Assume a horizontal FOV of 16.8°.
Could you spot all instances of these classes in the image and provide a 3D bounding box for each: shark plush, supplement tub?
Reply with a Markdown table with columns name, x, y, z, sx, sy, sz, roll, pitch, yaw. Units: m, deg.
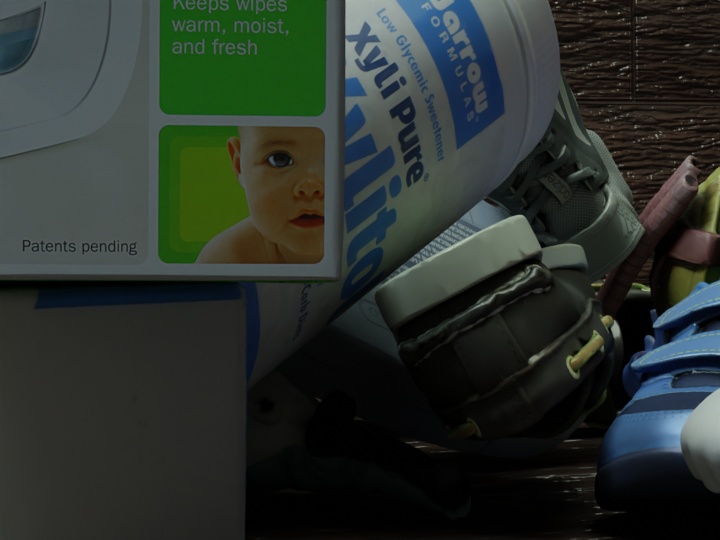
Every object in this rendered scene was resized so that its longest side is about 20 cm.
| name | x | y | z | sx | sy | sz | roll | pitch | yaw |
| --- | --- | --- | --- | --- | --- | --- | --- | --- | --- |
| shark plush | -0.038 | 0.050 | 0.852 | 0.199 | 0.091 | 0.083 | -6 | -32 | 38 |
| supplement tub | -0.040 | -0.042 | 0.798 | 0.131 | 0.133 | 0.200 | 0 | 30 | 44 |

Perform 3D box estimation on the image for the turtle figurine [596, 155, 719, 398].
| name | x | y | z | sx | sy | sz | roll | pitch | yaw |
| --- | --- | --- | --- | --- | --- | --- | --- | --- | --- |
| turtle figurine | 0.202 | -0.022 | 1.021 | 0.143 | 0.196 | 0.199 | 1 | 3 | -41 |

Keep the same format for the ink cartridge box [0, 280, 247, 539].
| name | x | y | z | sx | sy | sz | roll | pitch | yaw |
| --- | --- | --- | --- | --- | --- | --- | --- | --- | --- |
| ink cartridge box | -0.150 | 0.042 | 0.680 | 0.199 | 0.085 | 0.145 | 1 | 3 | 44 |

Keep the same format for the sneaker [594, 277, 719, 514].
| name | x | y | z | sx | sy | sz | roll | pitch | yaw |
| --- | --- | --- | --- | --- | --- | --- | --- | --- | --- |
| sneaker | 0.126 | 0.038 | 0.813 | 0.073 | 0.083 | 0.200 | 1 | 4 | 21 |

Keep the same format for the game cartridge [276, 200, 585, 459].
| name | x | y | z | sx | sy | sz | roll | pitch | yaw |
| --- | --- | --- | --- | --- | --- | --- | --- | --- | --- |
| game cartridge | 0.000 | 0.000 | 0.954 | 0.199 | 0.134 | 0.041 | 25 | -51 | -34 |

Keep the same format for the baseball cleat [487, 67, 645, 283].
| name | x | y | z | sx | sy | sz | roll | pitch | yaw |
| --- | --- | --- | --- | --- | --- | --- | --- | --- | --- |
| baseball cleat | 0.068 | -0.051 | 0.961 | 0.070 | 0.107 | 0.200 | -39 | -18 | 11 |

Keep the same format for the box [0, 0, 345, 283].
| name | x | y | z | sx | sy | sz | roll | pitch | yaw |
| --- | --- | --- | --- | --- | --- | --- | --- | --- | --- |
| box | -0.105 | -0.087 | 0.636 | 0.198 | 0.178 | 0.097 | 1 | 3 | -8 |

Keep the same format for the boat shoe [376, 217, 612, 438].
| name | x | y | z | sx | sy | sz | roll | pitch | yaw |
| --- | --- | --- | --- | --- | --- | --- | --- | --- | --- |
| boat shoe | 0.051 | 0.029 | 0.828 | 0.071 | 0.061 | 0.201 | -29 | -9 | 8 |

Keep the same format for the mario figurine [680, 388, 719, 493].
| name | x | y | z | sx | sy | sz | roll | pitch | yaw |
| --- | --- | --- | --- | --- | --- | --- | --- | --- | --- |
| mario figurine | 0.172 | 0.055 | 0.696 | 0.106 | 0.124 | 0.200 | -46 | -12 | 25 |

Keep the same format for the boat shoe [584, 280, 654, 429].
| name | x | y | z | sx | sy | sz | roll | pitch | yaw |
| --- | --- | --- | --- | --- | --- | --- | --- | --- | --- |
| boat shoe | 0.107 | 0.036 | 1.109 | 0.200 | 0.072 | 0.060 | 1 | -3 | -25 |
